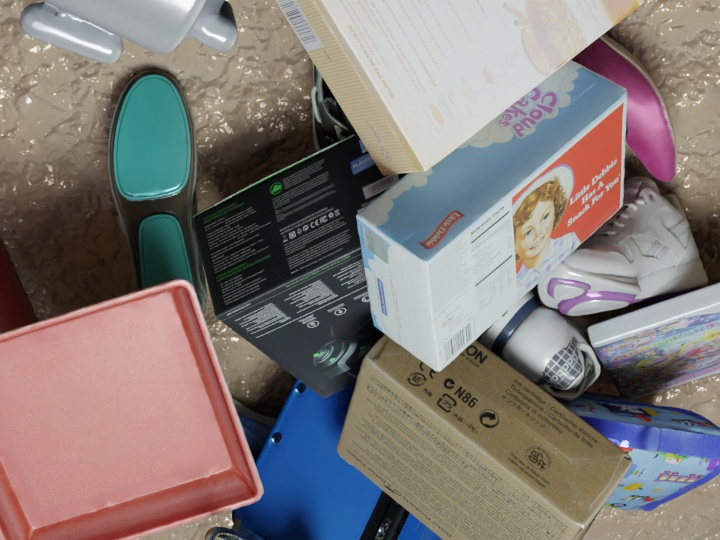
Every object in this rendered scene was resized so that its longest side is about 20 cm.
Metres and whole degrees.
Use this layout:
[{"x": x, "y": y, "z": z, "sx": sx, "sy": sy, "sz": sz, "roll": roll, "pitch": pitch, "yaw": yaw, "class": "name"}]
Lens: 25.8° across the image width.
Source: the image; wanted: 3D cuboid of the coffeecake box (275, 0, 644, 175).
[{"x": 0.063, "y": -0.183, "z": 1.026, "sx": 0.199, "sy": 0.073, "sz": 0.154, "roll": -37, "pitch": 105, "yaw": -17, "class": "coffeecake box"}]

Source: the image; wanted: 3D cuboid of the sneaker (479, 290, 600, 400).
[{"x": 0.152, "y": 0.069, "z": 1.244, "sx": 0.080, "sy": 0.200, "sz": 0.077, "roll": 37, "pitch": 97, "yaw": 17, "class": "sneaker"}]

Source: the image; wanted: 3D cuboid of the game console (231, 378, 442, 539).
[{"x": 0.012, "y": 0.165, "z": 1.328, "sx": 0.118, "sy": 0.201, "sz": 0.171, "roll": 22, "pitch": 169, "yaw": 31, "class": "game console"}]

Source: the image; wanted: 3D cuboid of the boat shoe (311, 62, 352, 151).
[{"x": -0.006, "y": -0.123, "z": 1.157, "sx": 0.070, "sy": 0.064, "sz": 0.201, "roll": -8, "pitch": 127, "yaw": 3, "class": "boat shoe"}]

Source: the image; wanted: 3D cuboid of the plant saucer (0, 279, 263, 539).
[{"x": -0.192, "y": 0.109, "z": 1.153, "sx": 0.198, "sy": 0.037, "sz": 0.201, "roll": -17, "pitch": 119, "yaw": -1, "class": "plant saucer"}]

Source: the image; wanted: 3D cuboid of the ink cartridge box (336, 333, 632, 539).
[{"x": 0.087, "y": 0.139, "z": 1.180, "sx": 0.199, "sy": 0.075, "sz": 0.165, "roll": 37, "pitch": 151, "yaw": 13, "class": "ink cartridge box"}]

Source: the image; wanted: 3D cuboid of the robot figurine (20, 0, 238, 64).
[{"x": -0.163, "y": -0.219, "z": 1.045, "sx": 0.199, "sy": 0.113, "sz": 0.171, "roll": 25, "pitch": 107, "yaw": -20, "class": "robot figurine"}]

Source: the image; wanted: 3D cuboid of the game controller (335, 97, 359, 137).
[{"x": 0.062, "y": -0.123, "z": 1.116, "sx": 0.199, "sy": 0.042, "sz": 0.105, "roll": 18, "pitch": 82, "yaw": -39, "class": "game controller"}]

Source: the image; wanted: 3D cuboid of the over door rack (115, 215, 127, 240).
[{"x": -0.203, "y": 0.078, "z": 1.224, "sx": 0.147, "sy": 0.067, "sz": 0.202, "roll": -25, "pitch": 102, "yaw": -11, "class": "over door rack"}]

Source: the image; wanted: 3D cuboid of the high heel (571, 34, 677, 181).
[{"x": 0.162, "y": -0.136, "z": 1.149, "sx": 0.095, "sy": 0.068, "sz": 0.201, "roll": -27, "pitch": 119, "yaw": 4, "class": "high heel"}]

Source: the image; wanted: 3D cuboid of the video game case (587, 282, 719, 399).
[{"x": 0.266, "y": 0.056, "z": 1.271, "sx": 0.142, "sy": 0.018, "sz": 0.200, "roll": -19, "pitch": 158, "yaw": 11, "class": "video game case"}]

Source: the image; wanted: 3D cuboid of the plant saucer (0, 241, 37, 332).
[{"x": -0.371, "y": 0.045, "z": 1.280, "sx": 0.198, "sy": 0.037, "sz": 0.201, "roll": -12, "pitch": 126, "yaw": 6, "class": "plant saucer"}]

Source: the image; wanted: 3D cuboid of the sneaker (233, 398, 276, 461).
[{"x": -0.088, "y": 0.171, "z": 1.343, "sx": 0.199, "sy": 0.112, "sz": 0.077, "roll": 30, "pitch": 120, "yaw": -23, "class": "sneaker"}]

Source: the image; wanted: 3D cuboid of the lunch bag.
[{"x": 0.199, "y": 0.141, "z": 1.263, "sx": 0.149, "sy": 0.200, "sz": 0.095, "roll": 10, "pitch": 82, "yaw": -8, "class": "lunch bag"}]

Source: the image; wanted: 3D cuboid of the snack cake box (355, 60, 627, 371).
[{"x": 0.093, "y": -0.041, "z": 1.065, "sx": 0.200, "sy": 0.067, "sz": 0.116, "roll": -39, "pitch": 144, "yaw": -24, "class": "snack cake box"}]

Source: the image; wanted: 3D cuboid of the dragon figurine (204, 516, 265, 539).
[{"x": -0.061, "y": 0.240, "z": 1.220, "sx": 0.099, "sy": 0.059, "sz": 0.201, "roll": 16, "pitch": 151, "yaw": 16, "class": "dragon figurine"}]

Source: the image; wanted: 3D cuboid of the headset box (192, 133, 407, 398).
[{"x": 0.000, "y": 0.000, "z": 1.195, "sx": 0.173, "sy": 0.093, "sz": 0.200, "roll": -25, "pitch": 148, "yaw": 15, "class": "headset box"}]

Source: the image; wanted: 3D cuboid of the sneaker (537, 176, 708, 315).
[{"x": 0.190, "y": -0.019, "z": 1.191, "sx": 0.074, "sy": 0.101, "sz": 0.199, "roll": -13, "pitch": 174, "yaw": 38, "class": "sneaker"}]

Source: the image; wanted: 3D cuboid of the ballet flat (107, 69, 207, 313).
[{"x": -0.153, "y": -0.048, "z": 1.187, "sx": 0.067, "sy": 0.064, "sz": 0.202, "roll": -5, "pitch": 90, "yaw": -6, "class": "ballet flat"}]
